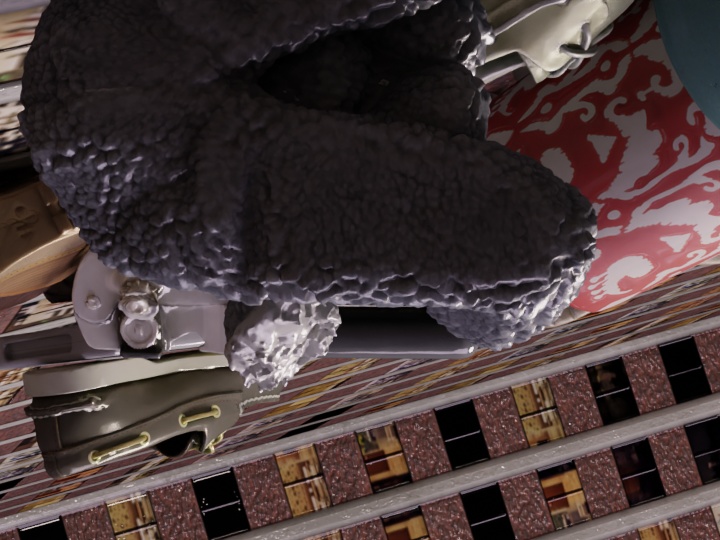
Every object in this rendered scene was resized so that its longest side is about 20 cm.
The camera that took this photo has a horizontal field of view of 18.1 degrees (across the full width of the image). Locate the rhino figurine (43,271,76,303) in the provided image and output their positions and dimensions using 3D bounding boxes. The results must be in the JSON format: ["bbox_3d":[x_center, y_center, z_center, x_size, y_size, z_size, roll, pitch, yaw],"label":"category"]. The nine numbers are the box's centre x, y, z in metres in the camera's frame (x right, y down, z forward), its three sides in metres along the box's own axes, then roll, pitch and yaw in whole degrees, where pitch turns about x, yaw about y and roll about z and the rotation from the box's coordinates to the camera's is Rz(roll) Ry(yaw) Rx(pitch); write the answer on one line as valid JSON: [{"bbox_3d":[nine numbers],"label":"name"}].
[{"bbox_3d":[-0.100,-0.009,1.263,0.199,0.060,0.087,-9,172,-39],"label":"rhino figurine"}]

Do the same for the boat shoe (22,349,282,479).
[{"bbox_3d":[-0.112,0.077,1.277,0.072,0.061,0.201,-8,178,35],"label":"boat shoe"}]

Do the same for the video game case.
[{"bbox_3d":[-0.096,0.034,1.293,0.199,0.022,0.182,-5,178,-34],"label":"video game case"}]

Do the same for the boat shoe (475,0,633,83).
[{"bbox_3d":[0.069,-0.108,0.926,0.199,0.062,0.072,-20,172,10],"label":"boat shoe"}]

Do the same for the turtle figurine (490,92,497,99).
[{"bbox_3d":[0.024,-0.053,1.066,0.149,0.101,0.200,4,-173,8],"label":"turtle figurine"}]

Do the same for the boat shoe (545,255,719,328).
[{"bbox_3d":[0.147,-0.036,1.140,0.199,0.072,0.068,-21,-156,-13],"label":"boat shoe"}]

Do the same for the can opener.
[{"bbox_3d":[-0.041,0.011,1.080,0.199,0.053,0.067,2,-160,5],"label":"can opener"}]

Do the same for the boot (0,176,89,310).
[{"bbox_3d":[-0.225,0.010,1.066,0.200,0.073,0.166,-15,171,-40],"label":"boot"}]

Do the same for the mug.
[{"bbox_3d":[0.170,-0.058,0.981,0.200,0.178,0.134,-31,-157,27],"label":"mug"}]

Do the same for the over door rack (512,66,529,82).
[{"bbox_3d":[0.158,-0.107,1.111,0.147,0.067,0.200,-20,172,13],"label":"over door rack"}]

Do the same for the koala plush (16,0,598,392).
[{"bbox_3d":[-0.027,-0.048,0.812,0.183,0.178,0.200,-5,171,-5],"label":"koala plush"}]

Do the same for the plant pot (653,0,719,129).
[{"bbox_3d":[0.204,-0.114,0.764,0.199,0.201,0.188,-13,180,-27],"label":"plant pot"}]
